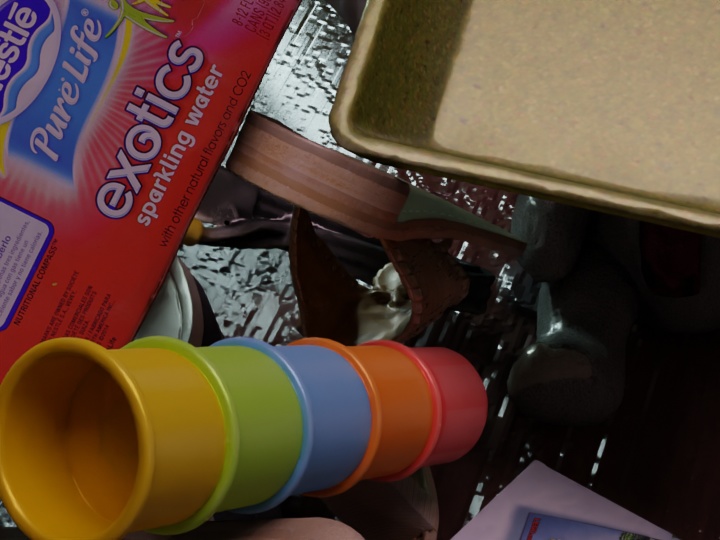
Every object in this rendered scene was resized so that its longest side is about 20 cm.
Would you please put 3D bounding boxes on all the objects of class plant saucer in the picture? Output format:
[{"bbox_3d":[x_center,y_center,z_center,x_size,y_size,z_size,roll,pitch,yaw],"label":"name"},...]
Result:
[{"bbox_3d":[0.109,-0.090,0.744,0.199,0.048,0.201,13,60,8],"label":"plant saucer"}]

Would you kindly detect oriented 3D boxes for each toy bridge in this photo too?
[{"bbox_3d":[-0.001,0.074,0.774,0.067,0.027,0.200,46,23,-17],"label":"toy bridge"}]

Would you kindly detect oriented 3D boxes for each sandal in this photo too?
[{"bbox_3d":[-0.005,-0.002,0.770,0.077,0.070,0.212,27,3,19],"label":"sandal"}]

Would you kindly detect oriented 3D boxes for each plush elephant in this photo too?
[{"bbox_3d":[0.145,-0.050,0.868,0.164,0.155,0.201,6,43,-5],"label":"plush elephant"}]

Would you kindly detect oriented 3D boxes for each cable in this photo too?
[{"bbox_3d":[-0.049,-0.012,0.881,0.199,0.051,0.097,21,0,-13],"label":"cable"}]

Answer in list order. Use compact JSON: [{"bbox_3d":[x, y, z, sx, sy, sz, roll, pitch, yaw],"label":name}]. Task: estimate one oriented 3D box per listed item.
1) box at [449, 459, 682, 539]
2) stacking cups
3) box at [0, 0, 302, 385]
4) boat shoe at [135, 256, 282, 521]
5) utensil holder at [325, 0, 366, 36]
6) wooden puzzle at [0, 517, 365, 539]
[{"bbox_3d":[0.068,0.143,0.693,0.136,0.038,0.200,28,29,18],"label":"box"},{"bbox_3d":[-0.022,0.048,0.675,0.060,0.061,0.200,41,22,29],"label":"stacking cups"},{"bbox_3d":[-0.096,-0.040,0.693,0.099,0.201,0.095,26,-3,-7],"label":"box"},{"bbox_3d":[-0.064,0.073,0.781,0.063,0.073,0.200,41,22,-34],"label":"boat shoe"},{"bbox_3d":[0.016,-0.206,1.008,0.169,0.171,0.200,-18,46,-28],"label":"utensil holder"},{"bbox_3d":[-0.114,0.137,0.648,0.199,0.037,0.185,-2,31,41],"label":"wooden puzzle"}]
